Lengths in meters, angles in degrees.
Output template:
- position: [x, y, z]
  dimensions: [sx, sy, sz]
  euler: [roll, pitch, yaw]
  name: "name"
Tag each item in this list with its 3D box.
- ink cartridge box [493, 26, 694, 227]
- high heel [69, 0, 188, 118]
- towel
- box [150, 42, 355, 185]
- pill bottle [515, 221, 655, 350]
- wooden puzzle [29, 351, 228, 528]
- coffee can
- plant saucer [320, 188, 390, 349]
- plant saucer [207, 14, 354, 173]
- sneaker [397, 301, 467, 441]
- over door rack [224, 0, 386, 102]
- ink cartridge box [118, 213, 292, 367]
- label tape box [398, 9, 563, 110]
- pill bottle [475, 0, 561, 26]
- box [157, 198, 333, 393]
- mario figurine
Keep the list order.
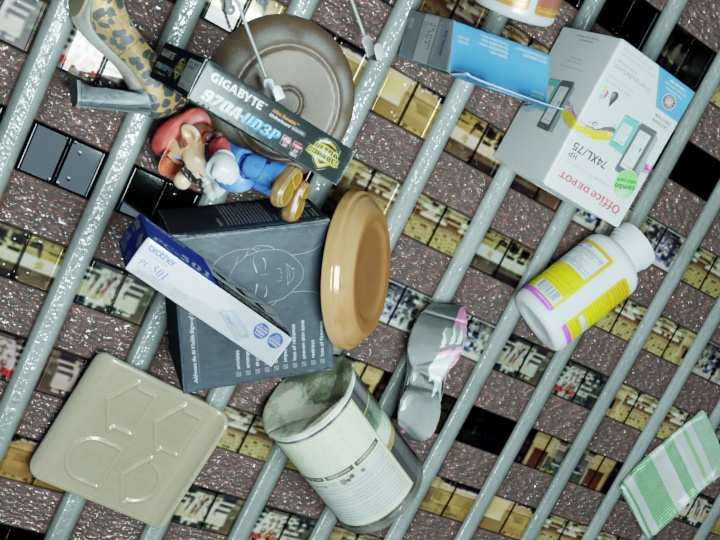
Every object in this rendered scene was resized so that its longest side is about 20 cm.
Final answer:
- position: [0.308, -0.193, 1.212]
  dimensions: [0.145, 0.146, 0.203]
  euler: [24, 100, -26]
  name: "ink cartridge box"
- position: [-0.251, -0.277, 1.020]
  dimensions: [0.140, 0.071, 0.204]
  euler: [-2, 104, -37]
  name: "high heel"
- position: [0.550, 0.359, 1.580]
  dimensions: [0.199, 0.023, 0.154]
  euler: [-37, 117, -5]
  name: "towel"
- position: [-0.120, -0.173, 0.995]
  dimensions: [0.198, 0.159, 0.047]
  euler: [28, 95, -32]
  name: "box"
- position: [0.331, 0.018, 1.323]
  dimensions: [0.199, 0.104, 0.105]
  euler: [-37, 118, -5]
  name: "pill bottle"
- position: [-0.301, 0.221, 1.186]
  dimensions: [0.198, 0.046, 0.187]
  euler: [32, 95, -23]
  name: "wooden puzzle"
- position: [-0.022, 0.238, 1.241]
  dimensions: [0.145, 0.146, 0.201]
  euler: [-37, 118, -5]
  name: "coffee can"
- position: [0.000, 0.000, 1.145]
  dimensions: [0.037, 0.200, 0.204]
  euler: [5, 112, 17]
  name: "plant saucer"
- position: [-0.094, -0.208, 1.112]
  dimensions: [0.196, 0.037, 0.205]
  euler: [-7, 111, -18]
  name: "plant saucer"
- position: [0.093, 0.141, 1.297]
  dimensions: [0.079, 0.086, 0.203]
  euler: [21, 82, 1]
  name: "sneaker"
- position: [-0.079, -0.310, 1.053]
  dimensions: [0.146, 0.067, 0.203]
  euler: [-25, 95, -11]
  name: "over door rack"
- position: [-0.171, 0.022, 0.998]
  dimensions: [0.199, 0.094, 0.044]
  euler: [38, 94, -27]
  name: "ink cartridge box"
- position: [0.149, -0.257, 1.096]
  dimensions: [0.141, 0.200, 0.067]
  euler: [12, 103, -24]
  name: "label tape box"
- position: [0.219, -0.412, 1.100]
  dimensions: [0.110, 0.113, 0.203]
  euler: [8, 116, -23]
  name: "pill bottle"
- position: [-0.142, 0.026, 1.129]
  dimensions: [0.193, 0.124, 0.204]
  euler: [-7, 111, -20]
  name: "box"
- position: [-0.163, -0.107, 1.050]
  dimensions: [0.106, 0.197, 0.125]
  euler: [-48, 155, -42]
  name: "mario figurine"
